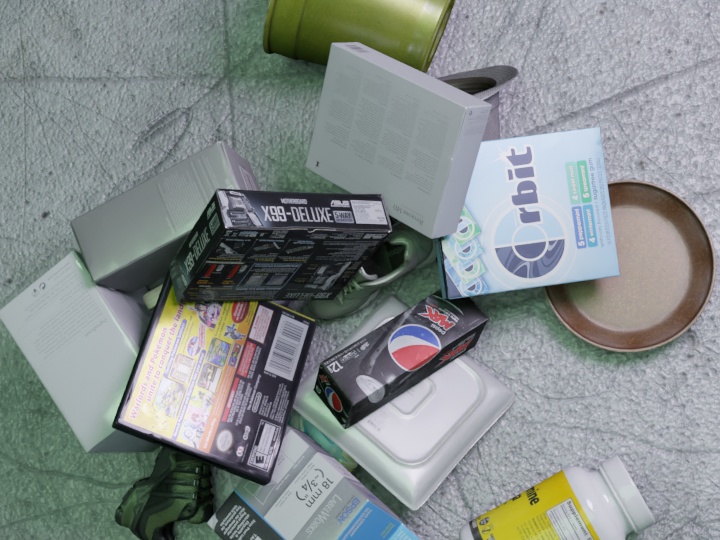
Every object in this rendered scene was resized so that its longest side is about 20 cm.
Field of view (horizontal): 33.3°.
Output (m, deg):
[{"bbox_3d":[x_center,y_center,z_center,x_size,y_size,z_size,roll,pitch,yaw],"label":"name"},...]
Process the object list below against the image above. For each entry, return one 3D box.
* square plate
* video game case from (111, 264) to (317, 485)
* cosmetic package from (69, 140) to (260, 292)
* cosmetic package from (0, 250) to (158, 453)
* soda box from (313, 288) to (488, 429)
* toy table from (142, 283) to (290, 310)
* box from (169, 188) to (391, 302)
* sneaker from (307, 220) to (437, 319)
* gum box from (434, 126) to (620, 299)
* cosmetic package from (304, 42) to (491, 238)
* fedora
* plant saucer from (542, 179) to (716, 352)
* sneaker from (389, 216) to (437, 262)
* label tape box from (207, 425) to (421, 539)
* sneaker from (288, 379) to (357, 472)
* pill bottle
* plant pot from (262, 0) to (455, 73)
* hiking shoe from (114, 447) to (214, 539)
[{"bbox_3d":[0.050,0.143,1.390,0.200,0.028,0.198,39,60,15],"label":"square plate"},{"bbox_3d":[-0.156,0.111,1.325,0.180,0.025,0.201,24,62,-16],"label":"video game case"},{"bbox_3d":[-0.213,-0.056,1.365,0.199,0.107,0.091,-24,78,7],"label":"cosmetic package"},{"bbox_3d":[-0.292,0.104,1.426,0.123,0.199,0.200,-39,76,4],"label":"cosmetic package"},{"bbox_3d":[0.046,0.094,1.360,0.199,0.071,0.063,-31,68,-25],"label":"soda box"},{"bbox_3d":[-0.160,-0.001,1.459,0.200,0.117,0.184,-41,76,4],"label":"toy table"},{"bbox_3d":[-0.088,-0.023,1.307,0.199,0.158,0.050,-1,61,-29],"label":"box"},{"bbox_3d":[0.000,0.000,1.410,0.200,0.092,0.076,-36,84,31],"label":"sneaker"},{"bbox_3d":[0.181,-0.064,1.358,0.199,0.045,0.171,-8,89,-7],"label":"gum box"},{"bbox_3d":[0.036,-0.146,1.319,0.200,0.052,0.152,32,118,33],"label":"cosmetic package"},{"bbox_3d":[0.097,-0.172,1.426,0.199,0.177,0.091,-15,109,-4],"label":"fedora"},{"bbox_3d":[0.310,-0.004,1.401,0.199,0.037,0.202,-2,81,11],"label":"plant saucer"},{"bbox_3d":[0.099,-0.070,1.452,0.088,0.077,0.200,-37,72,-28],"label":"sneaker"},{"bbox_3d":[-0.048,0.290,1.325,0.200,0.063,0.144,38,87,25],"label":"label tape box"},{"bbox_3d":[-0.019,0.225,1.414,0.130,0.080,0.201,-5,81,12],"label":"sneaker"},{"bbox_3d":[0.219,0.290,1.336,0.199,0.112,0.113,-30,77,5],"label":"pill bottle"},{"bbox_3d":[0.009,-0.320,1.444,0.192,0.200,0.201,23,87,3],"label":"plant pot"},{"bbox_3d":[-0.204,0.254,1.459,0.101,0.076,0.200,40,100,6],"label":"hiking shoe"}]
